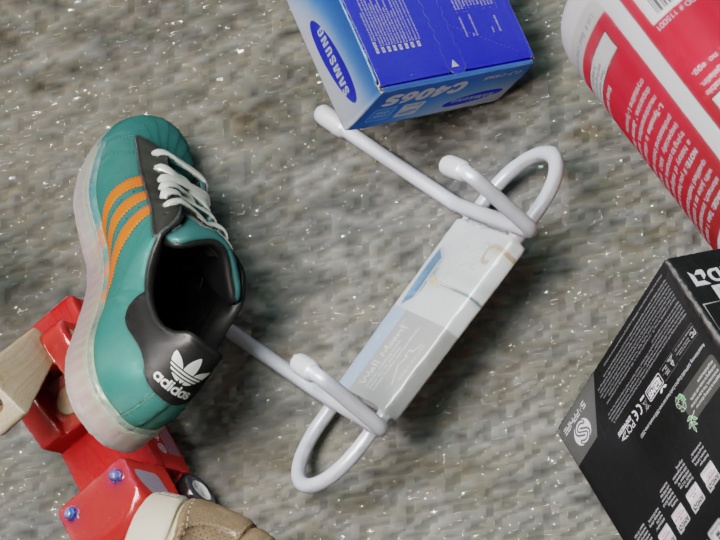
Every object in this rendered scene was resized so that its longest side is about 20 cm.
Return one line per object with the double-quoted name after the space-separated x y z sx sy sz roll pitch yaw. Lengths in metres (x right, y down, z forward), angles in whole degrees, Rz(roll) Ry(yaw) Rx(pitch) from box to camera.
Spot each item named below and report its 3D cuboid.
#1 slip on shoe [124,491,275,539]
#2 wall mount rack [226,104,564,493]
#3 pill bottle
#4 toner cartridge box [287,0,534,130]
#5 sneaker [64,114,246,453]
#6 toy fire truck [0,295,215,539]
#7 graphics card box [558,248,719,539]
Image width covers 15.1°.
-0.092 0.196 1.185 0.060 0.076 0.201 13 66 14 "slip on shoe"
0.000 0.000 1.279 0.200 0.075 0.174 -53 22 -6 "wall mount rack"
0.184 -0.065 1.204 0.112 0.112 0.200 -36 61 5 "pill bottle"
0.000 -0.170 1.306 0.095 0.043 0.201 -13 72 -33 "toner cartridge box"
-0.088 -0.008 1.285 0.080 0.071 0.200 -34 38 29 "sneaker"
-0.155 0.051 1.271 0.049 0.141 0.200 -40 60 17 "toy fire truck"
0.168 0.104 1.138 0.051 0.126 0.200 -11 55 -32 "graphics card box"
